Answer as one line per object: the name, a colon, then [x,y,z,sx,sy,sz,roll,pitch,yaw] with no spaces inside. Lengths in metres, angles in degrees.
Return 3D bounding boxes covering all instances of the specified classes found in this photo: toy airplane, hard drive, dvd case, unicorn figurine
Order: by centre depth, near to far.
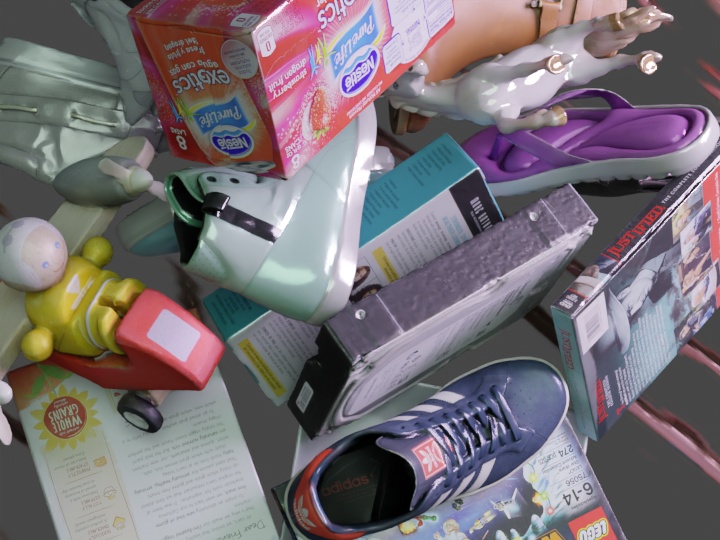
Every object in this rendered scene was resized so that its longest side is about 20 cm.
toy airplane: [-0.201,0.011,0.945,0.199,0.141,0.200,-18,56,-5]
hard drive: [0.052,0.029,0.993,0.200,0.140,0.038,-30,74,-25]
unicorn figurine: [0.103,-0.130,1.010,0.200,0.137,0.074,-10,99,-32]
dvd case: [0.206,0.005,1.026,0.022,0.146,0.200,30,66,34]

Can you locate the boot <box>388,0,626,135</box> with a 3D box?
boot: [0.109,-0.174,1.089,0.155,0.074,0.200,18,85,-10]

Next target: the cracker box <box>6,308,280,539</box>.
cracker box: [-0.137,0.142,1.002,0.134,0.058,0.200,-19,72,-9]

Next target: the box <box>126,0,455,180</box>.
box: [-0.035,-0.152,0.922,0.095,0.100,0.200,13,43,32]

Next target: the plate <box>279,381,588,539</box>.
plate: [0.044,0.178,1.044,0.200,0.032,0.200,11,80,-4]

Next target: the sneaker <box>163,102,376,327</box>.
sneaker: [-0.058,-0.069,0.956,0.118,0.074,0.201,20,50,-20]

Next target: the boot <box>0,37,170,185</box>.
boot: [-0.166,-0.089,1.052,0.200,0.074,0.096,15,88,3]

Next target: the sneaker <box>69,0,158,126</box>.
sneaker: [-0.152,-0.160,0.998,0.075,0.200,0.115,-22,112,-25]

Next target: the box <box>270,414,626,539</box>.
box: [0.058,0.164,1.012,0.200,0.040,0.137,-25,85,-9]

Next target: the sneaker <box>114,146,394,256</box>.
sneaker: [-0.064,-0.027,1.044,0.200,0.074,0.082,-14,80,-7]

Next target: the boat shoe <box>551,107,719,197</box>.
boat shoe: [0.221,-0.088,1.092,0.200,0.057,0.067,1,81,-6]

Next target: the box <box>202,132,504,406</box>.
box: [0.000,0.000,1.021,0.200,0.082,0.049,-34,45,-3]

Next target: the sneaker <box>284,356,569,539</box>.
sneaker: [0.048,0.114,0.955,0.200,0.085,0.075,-29,83,-10]

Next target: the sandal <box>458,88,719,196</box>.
sandal: [0.145,-0.097,1.037,0.050,0.203,0.082,61,42,-33]
